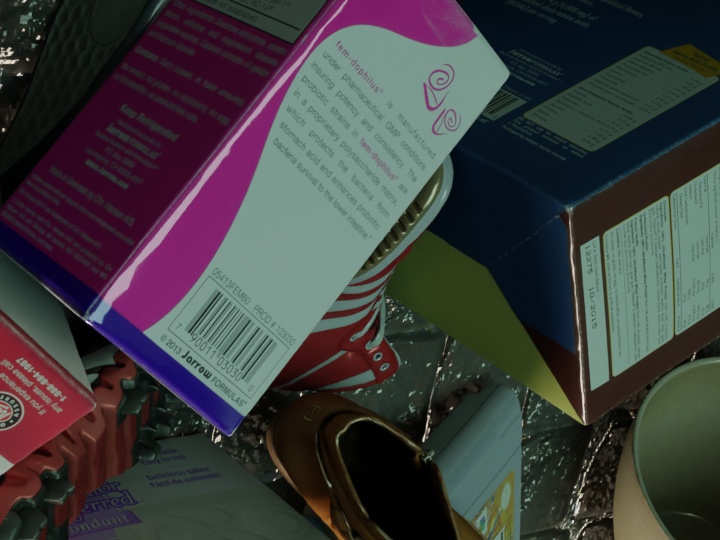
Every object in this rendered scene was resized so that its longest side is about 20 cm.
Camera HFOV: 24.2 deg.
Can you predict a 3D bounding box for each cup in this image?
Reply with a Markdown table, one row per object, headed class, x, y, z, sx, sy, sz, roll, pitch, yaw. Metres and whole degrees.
| class | x | y | z | sx | sy | sz | roll | pitch | yaw |
| --- | --- | --- | --- | --- | --- | --- | --- | --- | --- |
| cup | 0.257 | 0.182 | 1.182 | 0.200 | 0.201 | 0.144 | -21 | 152 | -32 |

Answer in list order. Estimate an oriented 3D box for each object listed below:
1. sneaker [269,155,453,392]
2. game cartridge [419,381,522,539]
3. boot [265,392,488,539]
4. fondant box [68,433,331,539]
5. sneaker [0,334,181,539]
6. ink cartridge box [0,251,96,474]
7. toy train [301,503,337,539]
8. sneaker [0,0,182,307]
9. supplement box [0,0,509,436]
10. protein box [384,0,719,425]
| class | x | y | z | sx | sy | sz | roll | pitch | yaw |
| --- | --- | --- | --- | --- | --- | --- | --- | --- | --- |
| sneaker | 0.000 | 0.000 | 0.884 | 0.112 | 0.072 | 0.200 | 9 | 139 | -46 |
| game cartridge | 0.060 | 0.187 | 1.069 | 0.133 | 0.041 | 0.201 | -47 | 142 | -50 |
| boot | 0.036 | 0.141 | 0.898 | 0.077 | 0.155 | 0.200 | -40 | 97 | -14 |
| fondant box | -0.089 | 0.158 | 0.836 | 0.144 | 0.200 | 0.059 | -5 | 114 | -39 |
| sneaker | -0.154 | 0.075 | 0.813 | 0.201 | 0.097 | 0.071 | -53 | 156 | -51 |
| ink cartridge box | -0.235 | 0.053 | 0.694 | 0.200 | 0.084 | 0.145 | -36 | 133 | 4 |
| toy train | -0.028 | 0.231 | 1.024 | 0.116 | 0.084 | 0.201 | -41 | 135 | -35 |
| sneaker | -0.085 | -0.064 | 0.801 | 0.146 | 0.077 | 0.203 | 22 | 101 | -40 |
| supplement box | -0.047 | -0.051 | 0.718 | 0.200 | 0.103 | 0.101 | -51 | 132 | -7 |
| protein box | 0.122 | -0.058 | 0.903 | 0.199 | 0.198 | 0.136 | -29 | 130 | -26 |
